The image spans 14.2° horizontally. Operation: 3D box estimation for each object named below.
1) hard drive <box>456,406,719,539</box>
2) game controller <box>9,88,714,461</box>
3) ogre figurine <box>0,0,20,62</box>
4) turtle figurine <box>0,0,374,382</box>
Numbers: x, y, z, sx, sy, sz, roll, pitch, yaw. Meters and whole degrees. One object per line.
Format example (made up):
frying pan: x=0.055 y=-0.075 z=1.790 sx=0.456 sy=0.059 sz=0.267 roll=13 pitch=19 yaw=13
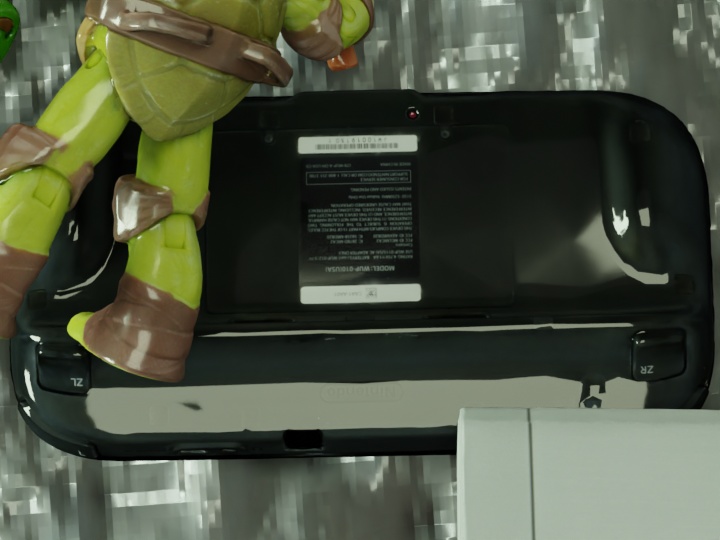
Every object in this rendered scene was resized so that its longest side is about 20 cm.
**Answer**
hard drive: x=0.125 y=0.091 z=0.741 sx=0.199 sy=0.027 sz=0.132 roll=1 pitch=45 yaw=0
game controller: x=0.000 y=0.000 z=0.820 sx=0.199 sy=0.042 sz=0.105 roll=-1 pitch=69 yaw=1
ogre figurine: x=-0.125 y=-0.103 z=0.794 sx=0.120 sy=0.098 sz=0.200 roll=39 pitch=76 yaw=19
turtle figurine: x=-0.045 y=-0.054 z=0.755 sx=0.064 sy=0.200 sz=0.162 roll=24 pitch=96 yaw=41
